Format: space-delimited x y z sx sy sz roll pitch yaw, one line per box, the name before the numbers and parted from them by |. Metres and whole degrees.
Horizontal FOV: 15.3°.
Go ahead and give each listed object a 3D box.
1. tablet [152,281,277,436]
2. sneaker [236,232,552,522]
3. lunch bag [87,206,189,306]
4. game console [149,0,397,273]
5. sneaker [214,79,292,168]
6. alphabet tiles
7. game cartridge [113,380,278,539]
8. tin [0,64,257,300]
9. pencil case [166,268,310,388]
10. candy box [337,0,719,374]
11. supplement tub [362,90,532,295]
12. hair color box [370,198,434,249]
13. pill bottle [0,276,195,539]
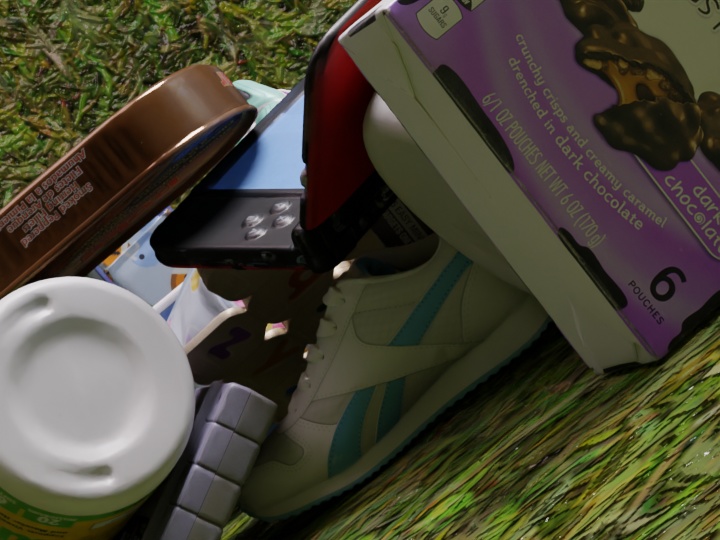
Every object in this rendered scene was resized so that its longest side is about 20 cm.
tablet | -0.106 0.077 1.598 0.200 0.130 0.014 -40 34 -9
sneaker | 0.007 0.040 1.257 0.200 0.081 0.077 -42 4 19
lunch bag | -0.124 0.024 1.752 0.076 0.200 0.160 -43 5 -14
game console | -0.006 -0.103 1.234 0.172 0.119 0.200 1 37 42
sneaker | 0.007 -0.050 1.483 0.200 0.139 0.078 -122 44 -60
alphabet tiles | 0.000 0.000 1.389 0.195 0.015 0.200 -42 -33 11
game cartridge | -0.092 0.118 1.302 0.130 0.038 0.200 -62 8 -8
tin | -0.136 -0.026 1.283 0.200 0.042 0.112 -40 -9 3
pencil case | -0.092 0.069 1.500 0.083 0.091 0.200 -28 -19 -52
candy box | 0.122 -0.089 1.037 0.200 0.168 0.072 -40 5 -16
supplement tub | 0.110 -0.098 1.148 0.200 0.145 0.145 -55 8 -14
hair color box | 0.106 -0.056 1.284 0.200 0.100 0.061 -39 6 12
pill bottle | -0.155 0.086 1.289 0.111 0.111 0.200 -41 -3 -26
